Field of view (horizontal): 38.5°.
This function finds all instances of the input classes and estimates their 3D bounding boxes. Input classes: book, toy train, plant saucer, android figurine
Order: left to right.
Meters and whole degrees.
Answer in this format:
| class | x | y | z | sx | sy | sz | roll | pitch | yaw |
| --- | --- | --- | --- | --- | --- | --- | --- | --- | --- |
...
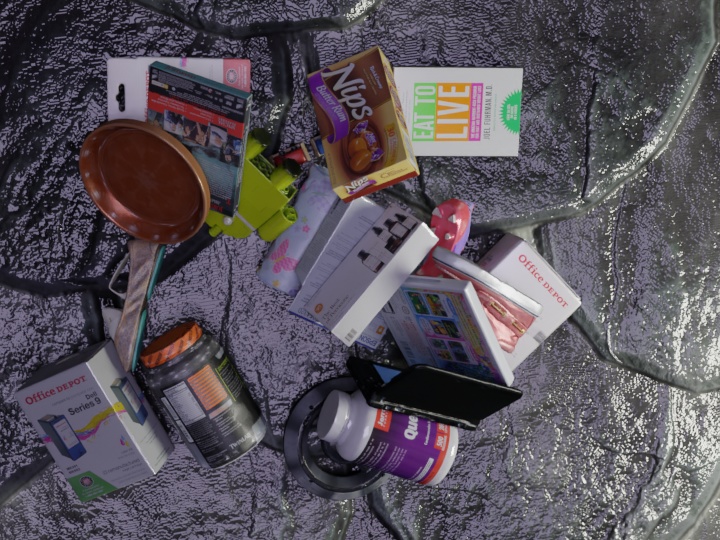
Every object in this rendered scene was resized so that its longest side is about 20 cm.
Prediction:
| class | x | y | z | sx | sy | sz | roll | pitch | yaw |
| --- | --- | --- | --- | --- | --- | --- | --- | --- | --- |
| plant saucer | -0.302 | -0.126 | 1.458 | 0.200 | 0.032 | 0.201 | 13 | 131 | 15 |
| android figurine | -0.176 | -0.118 | 1.485 | 0.182 | 0.041 | 0.200 | 45 | 129 | -13 |
| toy train | -0.102 | -0.168 | 1.529 | 0.199 | 0.046 | 0.034 | -23 | 104 | -3 |
| book | 0.141 | -0.239 | 1.553 | 0.199 | 0.048 | 0.134 | -2 | 104 | -10 |

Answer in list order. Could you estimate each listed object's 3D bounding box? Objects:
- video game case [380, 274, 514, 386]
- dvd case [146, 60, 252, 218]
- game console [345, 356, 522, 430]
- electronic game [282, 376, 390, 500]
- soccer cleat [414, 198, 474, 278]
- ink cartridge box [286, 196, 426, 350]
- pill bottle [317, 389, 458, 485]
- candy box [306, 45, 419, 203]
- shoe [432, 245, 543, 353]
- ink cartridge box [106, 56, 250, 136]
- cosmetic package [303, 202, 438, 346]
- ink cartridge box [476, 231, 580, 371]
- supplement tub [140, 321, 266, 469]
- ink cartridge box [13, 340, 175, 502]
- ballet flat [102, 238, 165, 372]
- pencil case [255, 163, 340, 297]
| class | x | y | z | sx | sy | sz | roll | pitch | yaw |
| --- | --- | --- | --- | --- | --- | --- | --- | --- | --- |
| video game case | 0.115 | 0.086 | 1.513 | 0.024 | 0.182 | 0.200 | -53 | 131 | -33 |
| dvd case | -0.227 | -0.177 | 1.421 | 0.145 | 0.022 | 0.201 | 19 | 129 | 9 |
| game console | 0.106 | 0.158 | 1.528 | 0.199 | 0.176 | 0.117 | 18 | 110 | -29 |
| electronic game | -0.024 | 0.265 | 1.629 | 0.199 | 0.042 | 0.201 | -2 | 98 | -15 |
| soccer cleat | 0.125 | -0.014 | 1.555 | 0.067 | 0.076 | 0.201 | 28 | 118 | 31 |
| ink cartridge box | 0.000 | 0.000 | 1.537 | 0.196 | 0.043 | 0.200 | 28 | 97 | -42 |
| pill bottle | 0.040 | 0.247 | 1.563 | 0.199 | 0.112 | 0.113 | 21 | 98 | -18 |
| candy box | 0.002 | -0.208 | 1.460 | 0.116 | 0.056 | 0.201 | -20 | 64 | 15 |
| shoe | 0.170 | 0.046 | 1.503 | 0.200 | 0.071 | 0.091 | 30 | 95 | -25 |
| ink cartridge box | -0.259 | -0.248 | 1.481 | 0.199 | 0.068 | 0.117 | 0 | 101 | -9 |
| cosmetic package | 0.014 | 0.004 | 1.469 | 0.200 | 0.082 | 0.051 | -50 | 130 | -4 |
| ink cartridge box | 0.217 | 0.062 | 1.601 | 0.200 | 0.083 | 0.147 | -44 | 103 | 3 |
| supplement tub | -0.236 | 0.184 | 1.542 | 0.122 | 0.123 | 0.200 | -29 | 103 | -1 |
| ink cartridge box | -0.392 | 0.223 | 1.528 | 0.145 | 0.088 | 0.201 | -22 | 103 | 19 |
| ballet flat | -0.341 | 0.048 | 1.521 | 0.067 | 0.068 | 0.201 | 13 | 79 | -5 |
| pencil case | -0.080 | -0.059 | 1.534 | 0.091 | 0.083 | 0.201 | 31 | 98 | 32 |
